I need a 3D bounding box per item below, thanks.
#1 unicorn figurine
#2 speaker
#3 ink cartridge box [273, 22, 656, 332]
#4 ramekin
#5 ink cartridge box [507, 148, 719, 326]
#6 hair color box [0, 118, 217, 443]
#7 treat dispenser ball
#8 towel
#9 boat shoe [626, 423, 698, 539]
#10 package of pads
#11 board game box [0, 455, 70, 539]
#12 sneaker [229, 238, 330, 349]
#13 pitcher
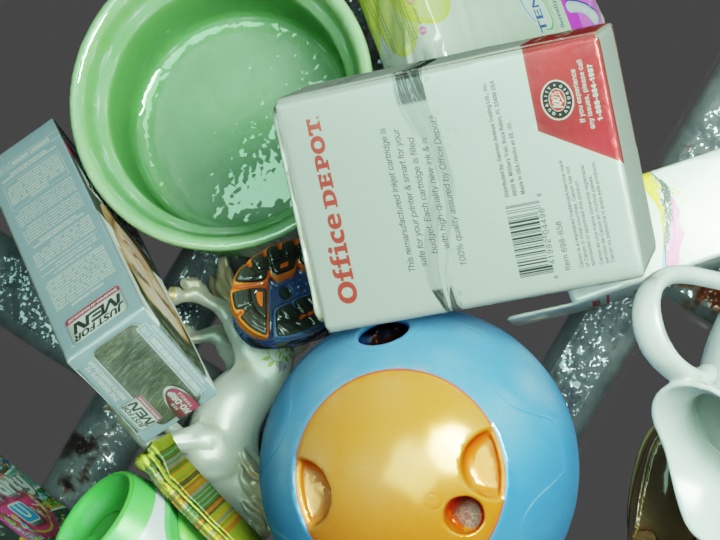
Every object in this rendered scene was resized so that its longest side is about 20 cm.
[{"bbox_3d":[-0.096,0.099,1.430,0.137,0.074,0.201,29,84,-2],"label":"unicorn figurine"},{"bbox_3d":[-0.096,0.212,1.354,0.088,0.088,0.200,-47,113,1],"label":"speaker"},{"bbox_3d":[0.063,-0.056,1.297,0.199,0.084,0.145,-10,98,14],"label":"ink cartridge box"},{"bbox_3d":[-0.083,-0.104,1.428,0.198,0.098,0.202,-1,81,8],"label":"ramekin"},{"bbox_3d":[0.181,-0.024,1.388,0.199,0.116,0.068,-18,84,4],"label":"ink cartridge box"},{"bbox_3d":[-0.168,0.004,1.386,0.060,0.099,0.200,-34,46,3],"label":"hair color box"},{"bbox_3d":[0.036,0.124,1.350,0.199,0.201,0.202,-1,85,6],"label":"treat dispenser ball"},{"bbox_3d":[-0.060,0.178,1.347,0.018,0.086,0.200,-44,90,6],"label":"towel"},{"bbox_3d":[0.204,0.195,1.393,0.071,0.068,0.202,4,86,7],"label":"boat shoe"},{"bbox_3d":[0.061,-0.210,1.403,0.154,0.068,0.201,-17,81,-38],"label":"package of pads"},{"bbox_3d":[-0.230,0.186,1.401,0.200,0.148,0.064,37,99,7],"label":"board game box"},{"bbox_3d":[0.000,0.000,1.421,0.199,0.078,0.076,-16,76,-20],"label":"sneaker"},{"bbox_3d":[0.249,0.047,1.328,0.121,0.200,0.172,-12,109,46],"label":"pitcher"}]
